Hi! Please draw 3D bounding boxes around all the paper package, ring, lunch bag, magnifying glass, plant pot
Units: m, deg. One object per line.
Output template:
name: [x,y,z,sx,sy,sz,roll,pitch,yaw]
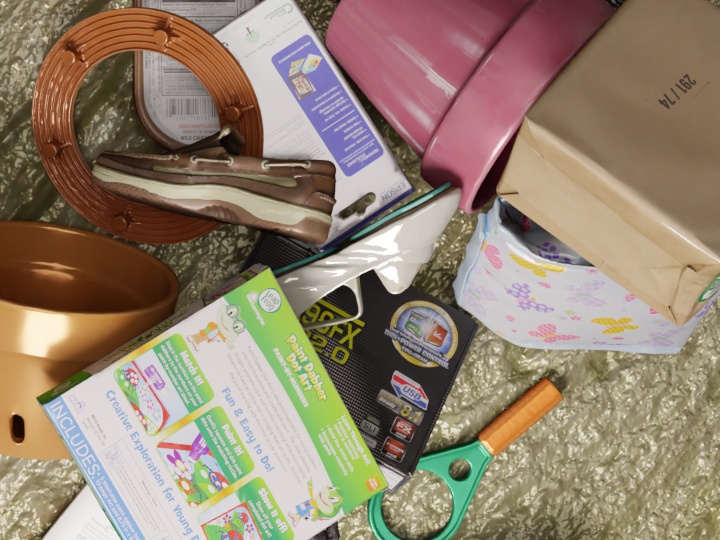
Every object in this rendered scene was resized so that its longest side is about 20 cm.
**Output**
paper package: [0.233,-0.095,1.294,0.191,0.103,0.200,37,61,12]
ring: [-0.176,-0.114,1.402,0.200,0.019,0.201,6,112,14]
lunch bag: [0.184,-0.016,1.398,0.200,0.170,0.127,0,64,-6]
magnifying glass: [0.091,0.165,1.484,0.200,0.022,0.080,-40,95,-1]
plant pot: [0.079,-0.176,1.392,0.179,0.200,0.200,38,89,10]
plant pot: [-0.252,0.059,1.370,0.200,0.200,0.140,10,108,-6]

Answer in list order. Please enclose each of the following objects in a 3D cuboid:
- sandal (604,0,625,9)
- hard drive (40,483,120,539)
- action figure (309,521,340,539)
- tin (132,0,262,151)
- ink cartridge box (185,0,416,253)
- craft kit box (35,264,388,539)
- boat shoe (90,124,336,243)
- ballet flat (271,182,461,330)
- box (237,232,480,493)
sandal: [0.212,-0.267,1.468,0.075,0.045,0.200,-9,79,-10]
hard drive: [-0.226,0.279,1.455,0.132,0.026,0.200,39,89,-6]
action figure: [-0.069,0.190,1.427,0.119,0.102,0.200,-7,73,-13]
tin: [-0.133,-0.192,1.437,0.112,0.042,0.200,-1,93,-10]
ink cartridge box: [-0.049,-0.122,1.415,0.099,0.039,0.200,-33,98,-4]
craft kit box: [-0.108,0.129,1.300,0.197,0.049,0.200,-31,102,-13]
boat shoe: [-0.111,-0.077,1.360,0.202,0.075,0.075,13,86,14]
ballet flat: [0.000,0.000,1.353,0.200,0.069,0.069,-26,95,12]
box: [-0.022,0.065,1.416,0.200,0.044,0.160,30,59,-4]
